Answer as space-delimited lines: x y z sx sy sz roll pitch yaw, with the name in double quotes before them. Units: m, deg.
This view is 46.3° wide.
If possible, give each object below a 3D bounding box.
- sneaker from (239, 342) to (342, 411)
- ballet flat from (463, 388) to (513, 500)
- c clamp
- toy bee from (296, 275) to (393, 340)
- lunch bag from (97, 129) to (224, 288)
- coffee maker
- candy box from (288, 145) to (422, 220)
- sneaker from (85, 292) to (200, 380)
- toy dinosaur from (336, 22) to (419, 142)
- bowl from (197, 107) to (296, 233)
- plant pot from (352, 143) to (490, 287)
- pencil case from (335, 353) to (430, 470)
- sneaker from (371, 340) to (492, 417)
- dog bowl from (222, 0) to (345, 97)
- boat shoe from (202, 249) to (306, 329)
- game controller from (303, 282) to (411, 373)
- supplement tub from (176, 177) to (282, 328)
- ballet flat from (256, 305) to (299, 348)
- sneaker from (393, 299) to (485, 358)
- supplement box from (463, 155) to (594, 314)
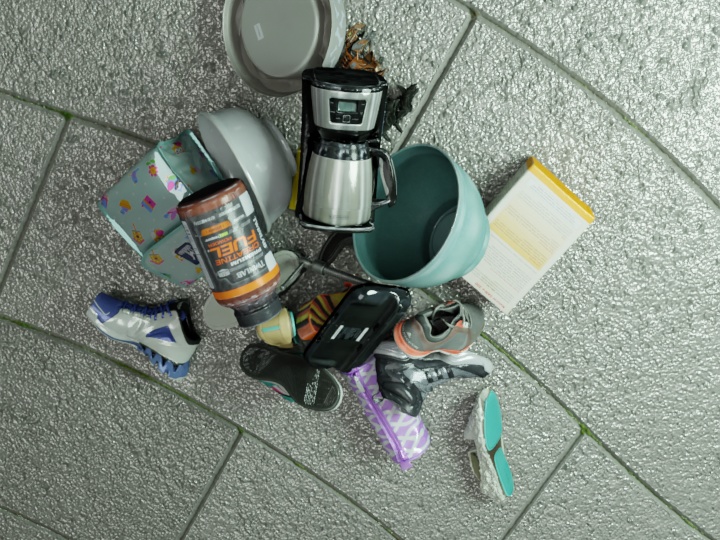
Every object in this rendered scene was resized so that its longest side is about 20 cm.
"sneaker" -0.092 0.182 1.373 0.198 0.120 0.085 22 86 32
"ballet flat" 0.204 0.293 1.398 0.070 0.072 0.203 -10 106 12
"c clamp" 0.000 0.000 1.284 0.197 0.172 0.027 14 136 15
"toy bee" -0.027 0.062 1.336 0.129 0.199 0.110 -22 67 20
"lunch bag" -0.282 -0.085 1.316 0.169 0.122 0.201 -32 98 29
"coffee maker" -0.037 -0.174 1.161 0.133 0.192 0.204 -5 112 -29
"candy box" -0.008 -0.122 1.305 0.196 0.027 0.104 13 122 2
"sneaker" -0.347 0.082 1.417 0.198 0.081 0.116 36 106 -11
"toy dinosaur" 0.006 -0.260 1.250 0.134 0.103 0.201 24 149 16
"bowl" -0.156 -0.165 1.262 0.090 0.201 0.203 -31 102 -14
"plant pot" 0.104 -0.063 1.215 0.133 0.201 0.201 22 116 -41
"pencil case" 0.041 0.221 1.389 0.083 0.086 0.202 -28 102 19
"sneaker" 0.111 0.178 1.339 0.196 0.075 0.116 9 83 -9
"dog bowl" -0.106 -0.352 1.209 0.197 0.058 0.204 8 104 32
"boat shoe" -0.171 0.031 1.376 0.199 0.060 0.074 -37 80 17
"game controller" -0.007 0.086 1.242 0.103 0.043 0.201 14 135 -24
"supplement tub" -0.180 -0.022 1.208 0.105 0.107 0.203 -17 108 14
"ballet flat" -0.131 0.089 1.318 0.062 0.200 0.070 -12 82 -4
"sneaker" 0.139 0.081 1.270 0.082 0.198 0.078 -43 71 40
"supplement box" 0.239 -0.053 1.274 0.126 0.074 0.201 39 109 -5
